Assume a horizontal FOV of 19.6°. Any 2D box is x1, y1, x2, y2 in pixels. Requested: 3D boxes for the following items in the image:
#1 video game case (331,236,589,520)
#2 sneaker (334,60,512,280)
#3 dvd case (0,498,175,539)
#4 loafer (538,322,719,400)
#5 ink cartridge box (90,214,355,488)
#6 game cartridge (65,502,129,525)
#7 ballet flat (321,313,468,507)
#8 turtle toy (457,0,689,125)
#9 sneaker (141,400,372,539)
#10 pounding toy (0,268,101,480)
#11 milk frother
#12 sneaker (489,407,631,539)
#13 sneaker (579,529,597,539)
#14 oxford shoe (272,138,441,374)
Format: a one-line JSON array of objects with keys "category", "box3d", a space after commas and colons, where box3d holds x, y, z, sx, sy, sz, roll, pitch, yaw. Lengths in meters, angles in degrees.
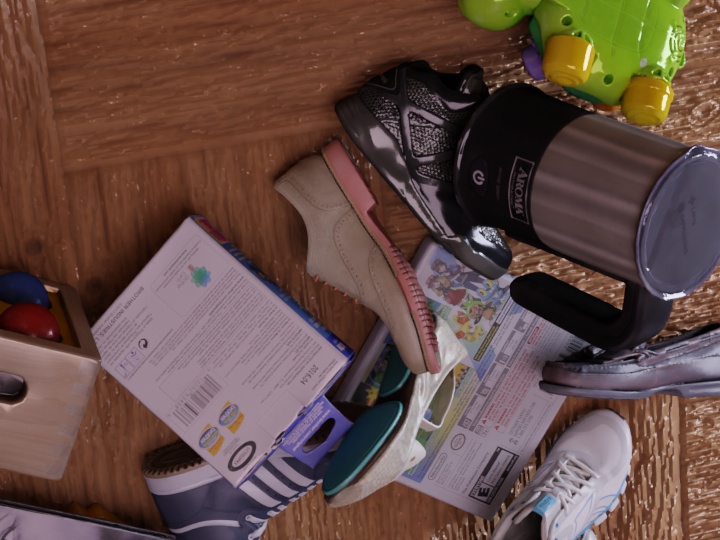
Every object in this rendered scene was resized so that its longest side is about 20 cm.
[{"category": "video game case", "box3d": [0.083, 0.093, 1.748, 0.182, 0.022, 0.200, 25, 102, -22]}, {"category": "sneaker", "box3d": [0.080, -0.086, 1.649, 0.114, 0.076, 0.199, -37, 110, 7]}, {"category": "dvd case", "box3d": [-0.264, 0.258, 1.676, 0.200, 0.016, 0.149, 15, 109, -18]}, {"category": "loafer", "box3d": [0.231, 0.074, 1.749, 0.200, 0.072, 0.063, 1, 96, -35]}, {"category": "ink cartridge box", "box3d": [-0.098, 0.072, 1.616, 0.200, 0.076, 0.136, 42, 96, 3]}, {"category": "game cartridge", "box3d": [-0.227, 0.308, 1.737, 0.176, 0.032, 0.200, 39, 94, -24]}, {"category": "ballet flat", "box3d": [0.036, 0.118, 1.643, 0.062, 0.067, 0.200, 44, 53, -20]}, {"category": "turtle toy", "box3d": [0.167, -0.198, 1.616, 0.200, 0.101, 0.146, 23, 73, -22]}, {"category": "sneaker", "box3d": [-0.068, 0.179, 1.703, 0.200, 0.070, 0.109, -14, 110, 2]}, {"category": "pounding toy", "box3d": [-0.300, 0.046, 1.531, 0.200, 0.184, 0.142, 15, 105, -20]}, {"category": "milk frother", "box3d": [0.209, -0.057, 1.603, 0.200, 0.188, 0.181, -34, 130, -30]}, {"category": "sneaker", "box3d": [0.164, 0.197, 1.745, 0.075, 0.087, 0.200, 31, 76, 15]}, {"category": "sneaker", "box3d": [0.119, 0.274, 1.808, 0.200, 0.075, 0.100, -9, 76, 0]}, {"category": "oxford shoe", "box3d": [0.000, 0.000, 1.637, 0.074, 0.071, 0.200, -28, 79, 3]}]
